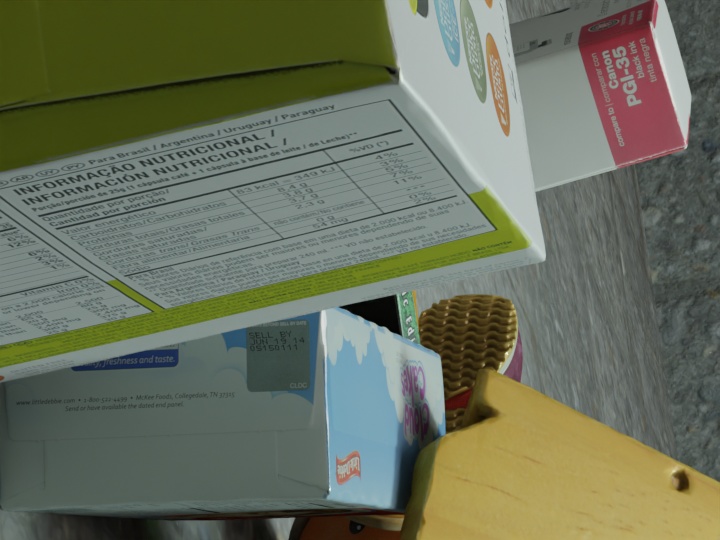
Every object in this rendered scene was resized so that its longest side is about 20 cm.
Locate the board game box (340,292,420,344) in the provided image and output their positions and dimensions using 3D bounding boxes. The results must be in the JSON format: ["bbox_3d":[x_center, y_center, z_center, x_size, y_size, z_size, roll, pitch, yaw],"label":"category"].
[{"bbox_3d":[-0.034,-0.013,1.002,0.023,0.104,0.201,-33,117,-65],"label":"board game box"}]

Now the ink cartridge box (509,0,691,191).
[{"bbox_3d":[0.097,-0.100,1.524,0.147,0.199,0.083,-65,138,-71],"label":"ink cartridge box"}]

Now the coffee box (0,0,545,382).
[{"bbox_3d":[-0.074,-0.096,0.696,0.198,0.199,0.201,40,39,-70],"label":"coffee box"}]

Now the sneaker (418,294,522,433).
[{"bbox_3d":[0.063,0.102,1.506,0.200,0.075,0.090,-79,163,-47],"label":"sneaker"}]

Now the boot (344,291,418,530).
[{"bbox_3d":[0.000,0.000,1.070,0.201,0.070,0.144,61,-42,48],"label":"boot"}]

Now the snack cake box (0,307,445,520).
[{"bbox_3d":[-0.043,0.055,0.895,0.200,0.114,0.068,29,58,-76],"label":"snack cake box"}]

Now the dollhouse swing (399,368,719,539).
[{"bbox_3d":[0.049,0.182,0.956,0.181,0.176,0.201,27,56,-19],"label":"dollhouse swing"}]

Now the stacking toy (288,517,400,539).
[{"bbox_3d":[0.009,0.190,1.062,0.200,0.145,0.147,-60,139,-51],"label":"stacking toy"}]
